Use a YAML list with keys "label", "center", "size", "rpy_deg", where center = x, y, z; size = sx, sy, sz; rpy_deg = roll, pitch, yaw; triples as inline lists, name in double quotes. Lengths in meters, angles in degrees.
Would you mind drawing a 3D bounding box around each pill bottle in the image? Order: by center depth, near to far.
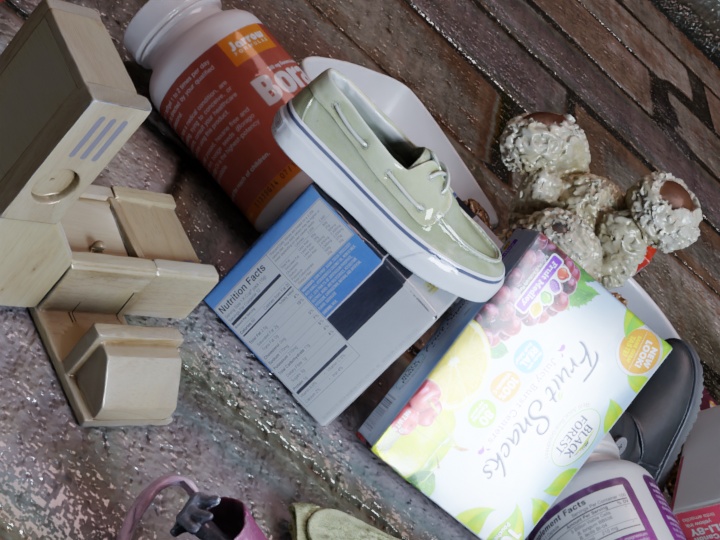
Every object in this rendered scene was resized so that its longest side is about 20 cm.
- label: "pill bottle"
  center: [0.192, 0.217, 1.160]
  size: [0.112, 0.112, 0.201]
  rpy_deg: [22, 35, -43]
- label: "pill bottle"
  center: [-0.097, -0.135, 1.222]
  size: [0.200, 0.112, 0.112]
  rpy_deg: [50, 24, 6]

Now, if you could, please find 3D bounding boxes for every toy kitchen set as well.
- label: "toy kitchen set"
  center: [-0.131, -0.024, 0.912]
  size: [0.200, 0.180, 0.164]
  rpy_deg: [6, 47, -49]

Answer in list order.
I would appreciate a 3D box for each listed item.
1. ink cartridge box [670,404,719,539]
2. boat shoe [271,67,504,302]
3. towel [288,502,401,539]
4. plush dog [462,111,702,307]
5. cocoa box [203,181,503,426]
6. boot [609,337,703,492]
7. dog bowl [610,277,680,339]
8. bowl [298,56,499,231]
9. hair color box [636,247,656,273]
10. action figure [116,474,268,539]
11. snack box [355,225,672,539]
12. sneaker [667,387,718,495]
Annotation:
- label: "ink cartridge box"
  center: [0.364, 0.235, 1.359]
  size: [0.200, 0.083, 0.145]
  rpy_deg: [57, 32, -20]
- label: "boat shoe"
  center: [0.029, -0.056, 1.045]
  size: [0.200, 0.062, 0.072]
  rpy_deg: [38, 27, -12]
- label: "towel"
  center: [0.037, 0.233, 0.974]
  size: [0.200, 0.036, 0.149]
  rpy_deg: [30, 30, -33]
- label: "plush dog"
  center: [0.177, -0.021, 1.355]
  size: [0.200, 0.161, 0.172]
  rpy_deg: [34, 52, 18]
- label: "cocoa box"
  center: [0.000, 0.000, 1.148]
  size: [0.131, 0.133, 0.200]
  rpy_deg: [46, 25, 2]
- label: "boot"
  center: [0.204, 0.112, 1.308]
  size: [0.200, 0.166, 0.065]
  rpy_deg: [24, -12, -38]
- label: "dog bowl"
  center: [0.237, 0.069, 1.498]
  size: [0.200, 0.079, 0.200]
  rpy_deg: [37, 27, -22]
- label: "bowl"
  center: [0.018, -0.094, 1.394]
  size: [0.200, 0.075, 0.200]
  rpy_deg: [5, 47, -57]
- label: "hair color box"
  center: [0.281, -0.024, 1.684]
  size: [0.061, 0.101, 0.200]
  rpy_deg: [46, 25, 1]
- label: "action figure"
  center: [-0.045, 0.221, 0.826]
  size: [0.200, 0.134, 0.149]
  rpy_deg: [45, -20, -31]
- label: "snack box"
  center: [0.114, 0.090, 1.123]
  size: [0.142, 0.200, 0.053]
  rpy_deg: [39, -3, -17]
- label: "sneaker"
  center: [0.348, 0.178, 1.520]
  size: [0.090, 0.075, 0.200]
  rpy_deg: [28, 31, -25]
